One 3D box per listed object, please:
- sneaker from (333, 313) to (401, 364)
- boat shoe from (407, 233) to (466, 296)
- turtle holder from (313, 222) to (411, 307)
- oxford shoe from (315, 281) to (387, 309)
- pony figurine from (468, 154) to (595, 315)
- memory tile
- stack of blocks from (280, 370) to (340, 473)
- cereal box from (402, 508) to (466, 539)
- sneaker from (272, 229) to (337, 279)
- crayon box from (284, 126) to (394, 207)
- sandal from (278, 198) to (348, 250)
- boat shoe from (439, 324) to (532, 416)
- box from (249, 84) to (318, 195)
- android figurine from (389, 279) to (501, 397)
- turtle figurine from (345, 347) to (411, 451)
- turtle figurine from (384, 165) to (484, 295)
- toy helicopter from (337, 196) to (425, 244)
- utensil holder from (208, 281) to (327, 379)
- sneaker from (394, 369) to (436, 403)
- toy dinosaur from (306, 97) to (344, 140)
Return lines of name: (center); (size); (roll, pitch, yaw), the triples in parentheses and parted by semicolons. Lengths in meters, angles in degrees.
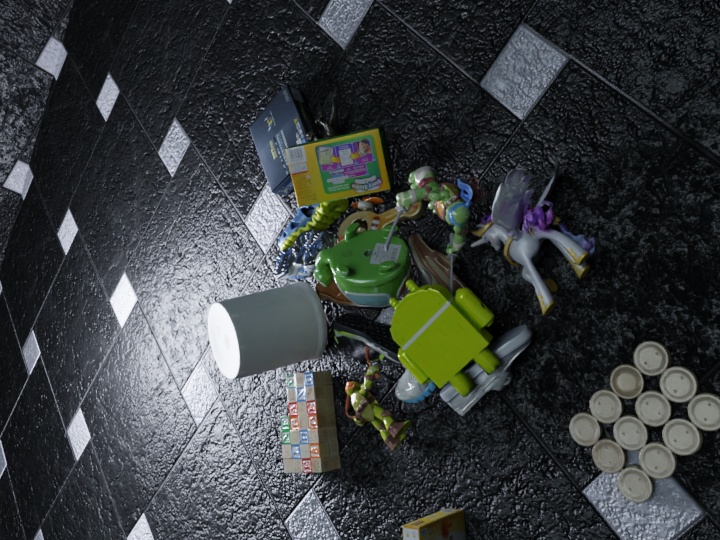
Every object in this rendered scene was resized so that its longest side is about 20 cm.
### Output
sneaker: (0.024, 0.150, 1.239); (0.199, 0.071, 0.084); (23, 124, 41)
boat shoe: (0.146, 0.006, 1.139); (0.071, 0.076, 0.201); (-26, 54, 0)
turtle holder: (0.006, 0.007, 1.165); (0.183, 0.133, 0.142); (-18, 46, -2)
oxford shoe: (-0.022, 0.039, 1.277); (0.198, 0.071, 0.072); (12, 89, 43)
pony figurine: (0.270, -0.063, 0.985); (0.200, 0.165, 0.195); (47, 131, 29)
memory tile: (0.409, 0.217, 0.909); (0.154, 0.017, 0.201); (49, 117, 34)
stack of blocks: (-0.111, 0.320, 1.330); (0.114, 0.058, 0.203); (-15, 76, 40)
cereal box: (0.130, 0.514, 1.040); (0.039, 0.143, 0.203); (-11, 79, 38)
sneaker: (-0.108, -0.032, 1.340); (0.199, 0.076, 0.077); (-22, 64, 47)
crayon box: (-0.040, -0.205, 1.246); (0.197, 0.058, 0.121); (-9, 106, 13)
sandal: (-0.109, -0.117, 1.372); (0.200, 0.079, 0.088); (-43, 56, 20)
boat shoe: (0.222, 0.170, 1.055); (0.065, 0.074, 0.200); (46, 120, 3)
box: (-0.173, -0.301, 1.459); (0.157, 0.051, 0.202); (-37, 63, 34)
android figurine: (0.130, 0.105, 1.023); (0.200, 0.041, 0.183); (45, 118, 10)
turtle figurine: (0.022, 0.255, 1.188); (0.161, 0.064, 0.202); (40, 132, 28)
turtle figurine: (0.115, -0.089, 1.076); (0.195, 0.142, 0.202); (-93, 19, -65)
toy helicopter: (0.039, -0.102, 1.250); (0.198, 0.079, 0.134); (-24, 61, 26)
utensil holder: (-0.193, 0.125, 1.301); (0.169, 0.198, 0.173); (22, 118, 50)
sneaker: (0.114, 0.161, 1.115); (0.200, 0.086, 0.076); (-48, 31, 31)
toy dinosaur: (-0.065, -0.266, 1.337); (0.076, 0.102, 0.203); (-19, 64, 31)
